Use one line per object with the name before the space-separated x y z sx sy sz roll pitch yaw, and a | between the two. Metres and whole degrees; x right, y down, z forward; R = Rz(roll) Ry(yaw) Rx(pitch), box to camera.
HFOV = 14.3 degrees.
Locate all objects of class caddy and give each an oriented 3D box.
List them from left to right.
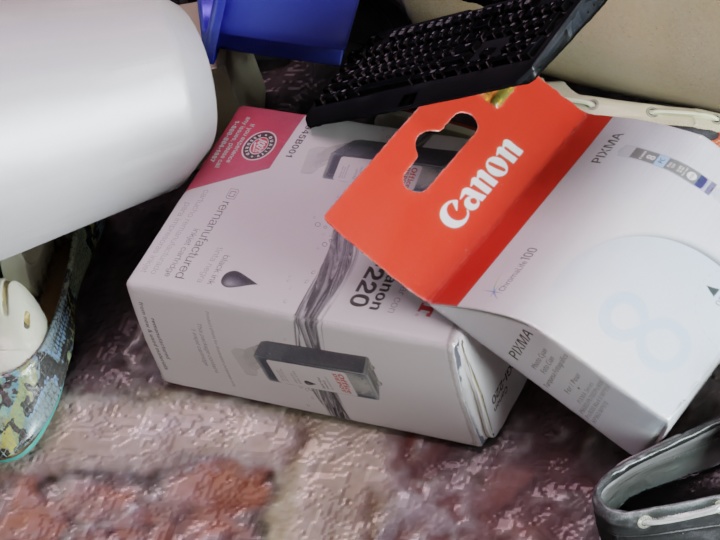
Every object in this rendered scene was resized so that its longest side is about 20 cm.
caddy | -0.040 -0.206 1.574 0.105 0.141 0.201 14 85 -1

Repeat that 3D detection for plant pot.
plant pot | 0.127 -0.178 1.562 0.199 0.188 0.188 2 48 21

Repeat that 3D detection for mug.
mug | -0.168 -0.103 1.540 0.153 0.150 0.187 -14 67 -20

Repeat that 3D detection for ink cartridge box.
ink cartridge box | 0.000 0.000 1.511 0.199 0.085 0.146 11 51 26
ink cartridge box | 0.107 -0.025 1.428 0.200 0.047 0.160 37 56 6

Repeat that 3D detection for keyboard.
keyboard | 0.046 -0.126 1.472 0.104 0.040 0.200 -48 23 -29

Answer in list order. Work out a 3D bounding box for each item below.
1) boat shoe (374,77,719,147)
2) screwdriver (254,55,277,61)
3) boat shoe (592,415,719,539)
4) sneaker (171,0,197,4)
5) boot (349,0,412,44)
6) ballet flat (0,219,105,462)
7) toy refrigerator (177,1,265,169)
boat shoe | 0.106 -0.071 1.547 0.199 0.071 0.063 13 67 23
screwdriver | -0.141 -0.141 1.682 0.199 0.028 0.029 1 56 -18
boat shoe | 0.203 0.085 1.363 0.199 0.068 0.074 -19 43 1
sneaker | -0.084 -0.191 1.747 0.095 0.079 0.200 24 59 23
boot | -0.024 -0.238 1.714 0.203 0.074 0.154 33 58 5
ballet flat | -0.191 0.012 1.579 0.074 0.074 0.200 -6 45 14
toy refrigerator | -0.161 -0.099 1.673 0.199 0.076 0.070 -9 44 12
